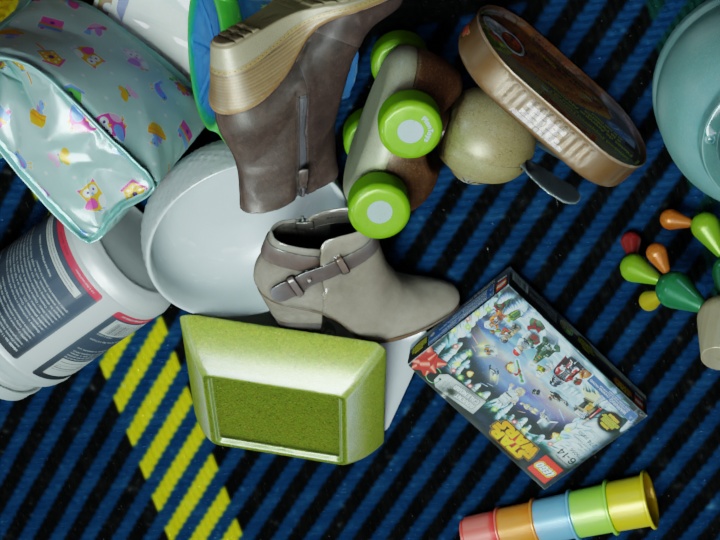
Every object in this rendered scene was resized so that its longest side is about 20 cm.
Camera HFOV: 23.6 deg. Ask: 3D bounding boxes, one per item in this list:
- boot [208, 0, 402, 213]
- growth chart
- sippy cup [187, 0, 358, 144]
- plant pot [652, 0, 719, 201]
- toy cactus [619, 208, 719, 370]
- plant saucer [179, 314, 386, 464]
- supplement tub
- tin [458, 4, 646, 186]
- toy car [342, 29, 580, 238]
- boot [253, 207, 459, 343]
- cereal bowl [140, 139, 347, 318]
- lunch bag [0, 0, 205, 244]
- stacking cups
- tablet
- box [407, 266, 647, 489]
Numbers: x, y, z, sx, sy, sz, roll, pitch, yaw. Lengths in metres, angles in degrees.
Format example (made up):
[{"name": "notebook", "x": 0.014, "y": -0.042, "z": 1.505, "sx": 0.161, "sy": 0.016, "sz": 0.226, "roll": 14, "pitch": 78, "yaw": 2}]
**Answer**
[{"name": "boot", "x": -0.037, "y": -0.155, "z": 1.462, "sx": 0.200, "sy": 0.072, "sz": 0.167, "roll": -29, "pitch": 129, "yaw": -23}, {"name": "growth chart", "x": -0.201, "y": -0.206, "z": 1.610, "sx": 0.145, "sy": 0.018, "sz": 0.200, "roll": 29, "pitch": 118, "yaw": -4}, {"name": "sippy cup", "x": -0.075, "y": -0.194, "z": 1.524, "sx": 0.130, "sy": 0.140, "sz": 0.178, "roll": -5, "pitch": 116, "yaw": -18}, {"name": "plant pot", "x": 0.352, "y": -0.132, "z": 1.485, "sx": 0.200, "sy": 0.134, "sz": 0.201, "roll": 4, "pitch": 117, "yaw": 8}, {"name": "toy cactus", "x": 0.327, "y": 0.024, "z": 1.559, "sx": 0.200, "sy": 0.165, "sz": 0.102, "roll": 9, "pitch": 138, "yaw": 11}, {"name": "plant saucer", "x": -0.077, "y": 0.128, "z": 1.688, "sx": 0.200, "sy": 0.048, "sz": 0.200, "roll": 8, "pitch": 146, "yaw": 5}, {"name": "supplement tub", "x": -0.291, "y": 0.025, "z": 1.672, "sx": 0.200, "sy": 0.140, "sz": 0.140, "roll": -33, "pitch": 107, "yaw": 23}, {"name": "tin", "x": 0.168, "y": -0.152, "z": 1.519, "sx": 0.200, "sy": 0.112, "sz": 0.042, "roll": 40, "pitch": 116, "yaw": -10}, {"name": "toy car", "x": 0.095, "y": -0.105, "z": 1.539, "sx": 0.200, "sy": 0.164, "sz": 0.158, "roll": 15, "pitch": 119, "yaw": -11}, {"name": "boot", "x": 0.000, "y": 0.000, "z": 1.603, "sx": 0.200, "sy": 0.070, "sz": 0.146, "roll": -11, "pitch": 140, "yaw": -11}, {"name": "cereal bowl", "x": -0.113, "y": -0.052, "z": 1.615, "sx": 0.200, "sy": 0.083, "sz": 0.200, "roll": -13, "pitch": 137, "yaw": -12}, {"name": "lunch bag", "x": -0.253, "y": -0.150, "z": 1.542, "sx": 0.200, "sy": 0.170, "sz": 0.122, "roll": 44, "pitch": 122, "yaw": -11}, {"name": "stacking cups", "x": 0.198, "y": 0.247, "z": 1.750, "sx": 0.200, "sy": 0.061, "sz": 0.061, "roll": -12, "pitch": 114, "yaw": 19}, {"name": "tablet", "x": -0.044, "y": 0.076, "z": 1.727, "sx": 0.200, "sy": 0.014, "sz": 0.130, "roll": 22, "pitch": 118, "yaw": -2}, {"name": "box", "x": 0.163, "y": 0.108, "z": 1.686, "sx": 0.200, "sy": 0.040, "sz": 0.137, "roll": 42, "pitch": 116, "yaw": -16}]
